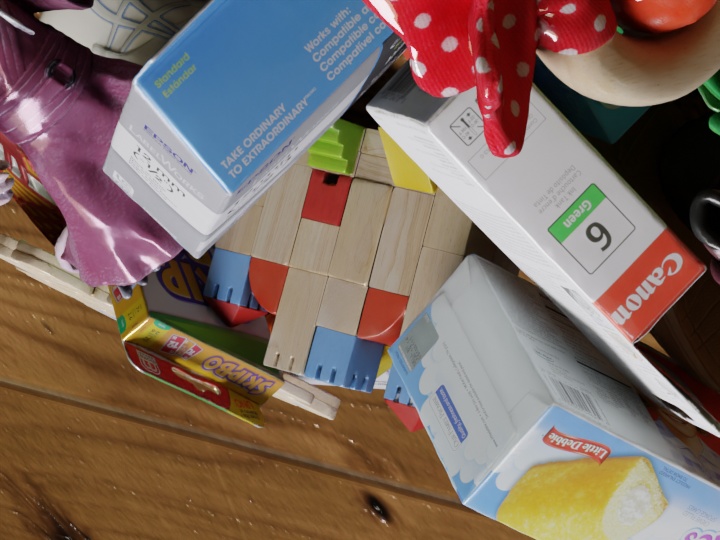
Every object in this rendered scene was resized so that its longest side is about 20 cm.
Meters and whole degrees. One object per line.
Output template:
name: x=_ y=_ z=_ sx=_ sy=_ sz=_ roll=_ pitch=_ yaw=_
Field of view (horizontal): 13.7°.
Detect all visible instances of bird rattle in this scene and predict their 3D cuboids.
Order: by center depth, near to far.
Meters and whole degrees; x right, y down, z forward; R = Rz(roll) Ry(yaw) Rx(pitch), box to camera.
bird rattle: x=0.101 y=-0.128 z=1.141 sx=0.113 sy=0.200 sz=0.163 roll=3 pitch=160 yaw=47

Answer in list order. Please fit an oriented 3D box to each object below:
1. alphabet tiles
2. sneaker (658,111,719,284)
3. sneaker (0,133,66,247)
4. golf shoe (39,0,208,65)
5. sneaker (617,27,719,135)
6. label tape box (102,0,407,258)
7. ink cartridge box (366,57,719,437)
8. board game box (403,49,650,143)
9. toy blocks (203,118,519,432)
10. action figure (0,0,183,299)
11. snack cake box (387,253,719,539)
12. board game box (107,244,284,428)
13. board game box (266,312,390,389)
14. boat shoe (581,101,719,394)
alphabet tiles: x=-0.108 y=0.029 z=1.636 sx=0.200 sy=0.015 sz=0.196 roll=28 pitch=175 yaw=-25
sneaker: x=0.167 y=-0.029 z=1.266 sx=0.115 sy=0.076 sz=0.200 roll=7 pitch=-167 yaw=-36
sneaker: x=-0.180 y=-0.089 z=1.645 sx=0.200 sy=0.077 sz=0.073 roll=51 pitch=146 yaw=2
golf shoe: x=-0.108 y=-0.104 z=1.505 sx=0.200 sy=0.097 sz=0.078 roll=4 pitch=143 yaw=47
sneaker: x=0.185 y=-0.076 z=1.240 sx=0.200 sy=0.084 sz=0.074 roll=30 pitch=153 yaw=5
label tape box: x=-0.031 y=-0.091 z=1.262 sx=0.066 sy=0.143 sz=0.200 roll=45 pitch=166 yaw=-1
ink cartridge box: x=0.096 y=-0.015 z=1.302 sx=0.200 sy=0.050 sz=0.109 roll=45 pitch=176 yaw=-14
board game box: x=0.034 y=-0.154 z=1.284 sx=0.153 sy=0.040 sz=0.200 roll=26 pitch=157 yaw=50
toy blocks: x=0.000 y=0.000 z=1.478 sx=0.200 sy=0.137 sz=0.100 roll=15 pitch=179 yaw=37
action figure: x=-0.143 y=-0.089 z=1.392 sx=0.200 sy=0.134 sz=0.149 roll=42 pitch=174 yaw=-19
snack cake box: x=0.119 y=0.083 z=1.396 sx=0.200 sy=0.067 sz=0.115 roll=27 pitch=-158 yaw=-35
board game box: x=-0.097 y=-0.010 z=1.548 sx=0.095 sy=0.200 sz=0.030 roll=28 pitch=123 yaw=-38
board game box: x=-0.025 y=0.005 z=1.653 sx=0.200 sy=0.045 sz=0.135 roll=1 pitch=139 yaw=47
boat shoe: x=0.132 y=-0.025 z=1.408 sx=0.069 sy=0.074 sz=0.200 roll=3 pitch=132 yaw=49
